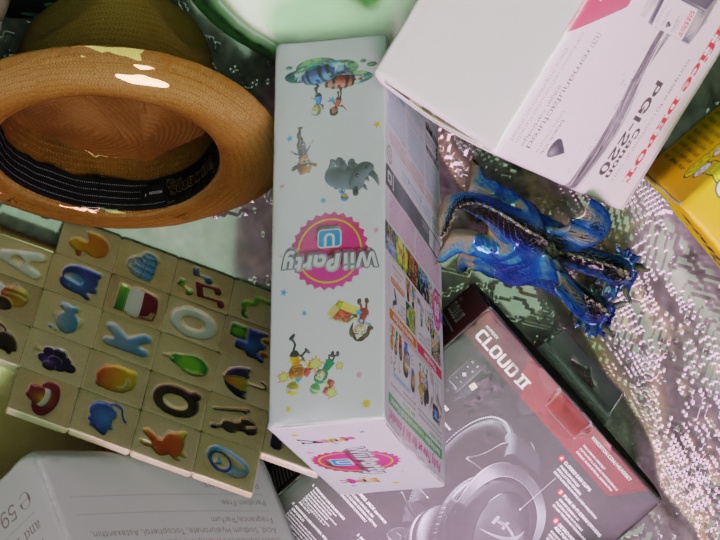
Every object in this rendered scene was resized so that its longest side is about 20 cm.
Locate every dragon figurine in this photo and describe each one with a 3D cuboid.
[{"bbox_3d":[0.097,-0.012,1.536,0.099,0.200,0.059,18,82,14],"label":"dragon figurine"}]

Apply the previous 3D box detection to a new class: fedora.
[{"bbox_3d":[-0.129,-0.091,1.510,0.199,0.201,0.082,5,66,-6],"label":"fedora"}]

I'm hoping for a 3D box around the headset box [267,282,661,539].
[{"bbox_3d":[0.055,0.118,1.597,0.200,0.077,0.149,-43,101,3],"label":"headset box"}]

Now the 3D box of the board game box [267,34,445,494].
[{"bbox_3d":[0.000,0.000,1.492,0.064,0.148,0.201,-5,72,13],"label":"board game box"}]

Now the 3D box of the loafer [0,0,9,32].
[{"bbox_3d":[-0.247,-0.158,1.490,0.070,0.199,0.075,-58,143,-21],"label":"loafer"}]

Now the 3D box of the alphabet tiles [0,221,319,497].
[{"bbox_3d":[-0.109,0.044,1.532,0.199,0.167,0.006,20,126,-8],"label":"alphabet tiles"}]

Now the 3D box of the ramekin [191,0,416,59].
[{"bbox_3d":[-0.011,-0.200,1.521,0.199,0.098,0.201,-1,101,-4],"label":"ramekin"}]

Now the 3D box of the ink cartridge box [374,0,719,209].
[{"bbox_3d":[0.110,-0.123,1.490,0.085,0.200,0.146,34,98,22],"label":"ink cartridge box"}]

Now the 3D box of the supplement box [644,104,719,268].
[{"bbox_3d":[0.268,-0.069,1.564,0.200,0.110,0.109,-41,101,4],"label":"supplement box"}]

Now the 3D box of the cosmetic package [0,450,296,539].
[{"bbox_3d":[-0.121,0.218,1.489,0.167,0.166,0.201,-42,60,33],"label":"cosmetic package"}]

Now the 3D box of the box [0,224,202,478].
[{"bbox_3d":[-0.205,0.057,1.590,0.199,0.021,0.164,20,98,-8],"label":"box"}]

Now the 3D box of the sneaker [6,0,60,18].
[{"bbox_3d":[-0.148,-0.217,1.498,0.077,0.200,0.141,9,71,-41],"label":"sneaker"}]
